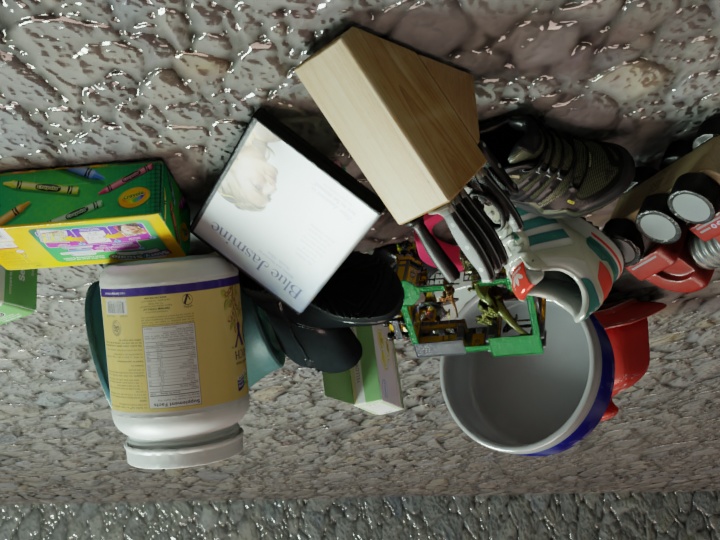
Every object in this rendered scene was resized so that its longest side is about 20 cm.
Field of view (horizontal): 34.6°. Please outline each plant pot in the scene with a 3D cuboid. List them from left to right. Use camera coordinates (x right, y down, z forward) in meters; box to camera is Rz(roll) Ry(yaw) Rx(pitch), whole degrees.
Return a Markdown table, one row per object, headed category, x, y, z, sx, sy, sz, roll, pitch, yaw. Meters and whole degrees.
| category | x | y | z | sx | sy | sz | roll | pitch | yaw |
| --- | --- | --- | --- | --- | --- | --- | --- | --- | --- |
| plant pot | -0.193 | 0.079 | 1.350 | 0.185 | 0.203 | 0.200 | -19 | 159 | 5 |

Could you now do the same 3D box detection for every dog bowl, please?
| category | x | y | z | sx | sy | sz | roll | pitch | yaw |
| --- | --- | --- | --- | --- | --- | --- | --- | --- | --- |
| dog bowl | 0.197 | 0.116 | 1.367 | 0.197 | 0.204 | 0.078 | -13 | 161 | 28 |

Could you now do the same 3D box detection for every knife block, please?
| category | x | y | z | sx | sy | sz | roll | pitch | yaw |
| --- | --- | --- | --- | --- | --- | --- | --- | --- | --- |
| knife block | 0.045 | -0.081 | 0.931 | 0.198 | 0.179 | 0.064 | 14 | 154 | -39 |

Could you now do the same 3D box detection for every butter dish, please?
| category | x | y | z | sx | sy | sz | roll | pitch | yaw |
| --- | --- | --- | --- | --- | --- | --- | --- | --- | --- |
| butter dish | 0.311 | 0.128 | 1.558 | 0.197 | 0.150 | 0.199 | -13 | 179 | 29 |

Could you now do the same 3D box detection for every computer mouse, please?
| category | x | y | z | sx | sy | sz | roll | pitch | yaw |
| --- | --- | --- | --- | --- | --- | --- | --- | --- | --- |
| computer mouse | 0.000 | 0.000 | 1.374 | 0.196 | 0.035 | 0.059 | -6 | 161 | 10 |

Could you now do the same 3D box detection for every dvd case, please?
| category | x | y | z | sx | sy | sz | roll | pitch | yaw |
| --- | --- | --- | --- | --- | --- | --- | --- | --- | --- |
| dvd case | -0.074 | -0.049 | 1.083 | 0.142 | 0.018 | 0.200 | 36 | 142 | -3 |

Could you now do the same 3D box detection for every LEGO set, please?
| category | x | y | z | sx | sy | sz | roll | pitch | yaw |
| --- | --- | --- | --- | --- | --- | --- | --- | --- | --- |
| LEGO set | 0.124 | 0.012 | 1.266 | 0.197 | 0.117 | 0.155 | -12 | 129 | 22 |

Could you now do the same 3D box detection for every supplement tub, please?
| category | x | y | z | sx | sy | sz | roll | pitch | yaw |
| --- | --- | --- | --- | --- | --- | --- | --- | --- | --- |
| supplement tub | -0.189 | 0.090 | 1.191 | 0.143 | 0.204 | 0.145 | -5 | -176 | 0 |

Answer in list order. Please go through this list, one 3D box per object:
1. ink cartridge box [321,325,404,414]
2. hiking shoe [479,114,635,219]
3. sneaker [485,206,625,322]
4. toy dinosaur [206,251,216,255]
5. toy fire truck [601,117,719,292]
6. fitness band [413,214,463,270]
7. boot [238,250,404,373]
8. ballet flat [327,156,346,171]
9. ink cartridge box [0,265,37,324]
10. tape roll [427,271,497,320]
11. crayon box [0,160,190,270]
| category | x | y | z | sx | sy | sz | roll | pitch | yaw |
| --- | --- | --- | --- | --- | --- | --- | --- | --- | --- |
| ink cartridge box | -0.001 | 0.096 | 1.450 | 0.047 | 0.148 | 0.200 | -12 | 164 | 14 |
| hiking shoe | 0.161 | -0.097 | 1.057 | 0.196 | 0.077 | 0.101 | -1 | 164 | -4 |
| sneaker | 0.157 | -0.027 | 1.114 | 0.198 | 0.094 | 0.071 | 35 | 144 | 3 |
| toy dinosaur | -0.070 | -0.030 | 1.274 | 0.198 | 0.061 | 0.106 | -12 | 147 | 41 |
| toy fire truck | 0.362 | -0.039 | 1.123 | 0.199 | 0.129 | 0.176 | 37 | 150 | -8 |
| fitness band | 0.129 | -0.046 | 1.267 | 0.141 | 0.038 | 0.200 | -2 | 160 | 6 |
| boot | -0.024 | 0.050 | 1.253 | 0.197 | 0.077 | 0.169 | 8 | 151 | 26 |
| ballet flat | -0.090 | -0.065 | 1.142 | 0.070 | 0.070 | 0.199 | 27 | 150 | -20 |
| ink cartridge box | -0.467 | 0.002 | 1.231 | 0.143 | 0.085 | 0.199 | -16 | 157 | 33 |
| tape roll | 0.184 | 0.027 | 1.473 | 0.199 | 0.038 | 0.203 | -3 | 160 | -1 |
| crayon box | -0.277 | -0.052 | 1.146 | 0.196 | 0.059 | 0.119 | -4 | 161 | 4 |
